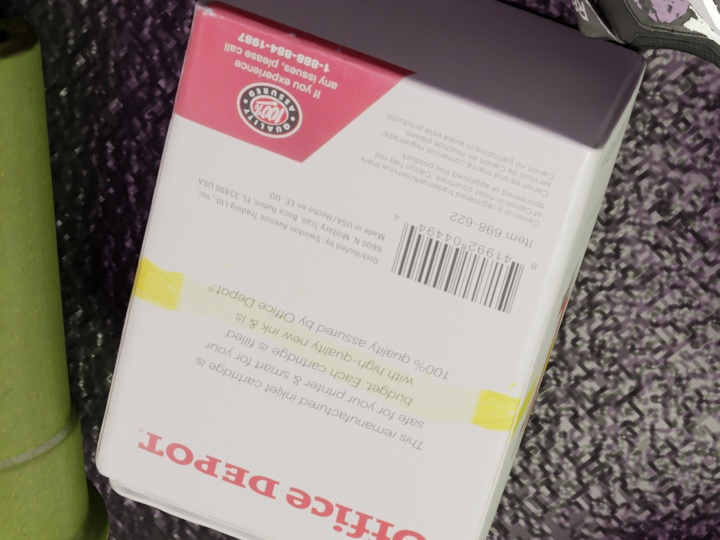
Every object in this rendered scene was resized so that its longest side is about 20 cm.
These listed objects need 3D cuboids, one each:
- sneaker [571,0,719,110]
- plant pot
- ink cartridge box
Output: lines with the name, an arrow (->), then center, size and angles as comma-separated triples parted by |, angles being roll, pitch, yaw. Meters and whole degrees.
sneaker -> 0.086, -0.121, 0.964 | 0.200, 0.067, 0.090 | 40, 119, -9
plant pot -> -0.181, 0.000, 1.063 | 0.199, 0.200, 0.191 | 11, 108, 12
ink cartridge box -> 0.000, 0.000, 1.047 | 0.145, 0.083, 0.200 | 20, 122, 7
